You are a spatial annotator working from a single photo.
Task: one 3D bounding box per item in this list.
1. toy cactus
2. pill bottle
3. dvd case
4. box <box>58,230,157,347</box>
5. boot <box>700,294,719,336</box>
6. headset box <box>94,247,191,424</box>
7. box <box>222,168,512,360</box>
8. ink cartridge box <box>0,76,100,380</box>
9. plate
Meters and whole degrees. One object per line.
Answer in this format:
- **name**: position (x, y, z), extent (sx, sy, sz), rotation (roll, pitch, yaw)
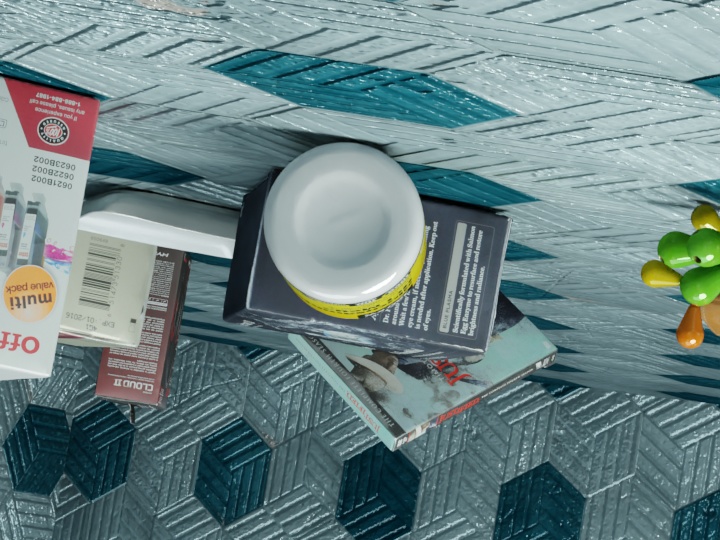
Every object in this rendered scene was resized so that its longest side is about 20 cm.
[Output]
- **toy cactus**: position (0.295, -0.003, 1.568), extent (0.165, 0.103, 0.200), rotation (1, 171, -31)
- **pill bottle**: position (-0.008, -0.024, 1.671), extent (0.112, 0.113, 0.200), rotation (9, 175, 4)
- **dvd case**: position (0.056, 0.064, 2.013), extent (0.200, 0.022, 0.146), rotation (-26, -119, -33)
- **box**: position (-0.305, 0.010, 2.428), extent (0.109, 0.128, 0.200), rotation (12, 173, -25)
- **boot**: position (0.398, 0.060, 2.006), extent (0.155, 0.077, 0.200), rotation (3, 169, 35)
- **headset box**: position (-0.245, 0.072, 2.585), extent (0.075, 0.201, 0.149), rotation (9, 174, 0)
- **box**: position (0.000, 0.000, 1.888), extent (0.199, 0.118, 0.197), rotation (11, 174, -8)
- **ink cartridge box**: position (-0.285, -0.032, 1.604), extent (0.145, 0.201, 0.145), rotation (12, 174, -26)
- **plate**: position (-0.175, -0.044, 2.162), extent (0.199, 0.032, 0.200), rotation (11, 174, -21)
